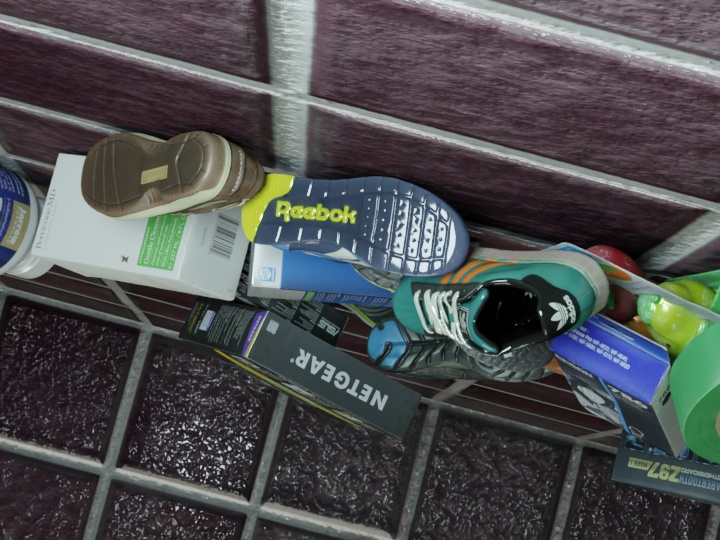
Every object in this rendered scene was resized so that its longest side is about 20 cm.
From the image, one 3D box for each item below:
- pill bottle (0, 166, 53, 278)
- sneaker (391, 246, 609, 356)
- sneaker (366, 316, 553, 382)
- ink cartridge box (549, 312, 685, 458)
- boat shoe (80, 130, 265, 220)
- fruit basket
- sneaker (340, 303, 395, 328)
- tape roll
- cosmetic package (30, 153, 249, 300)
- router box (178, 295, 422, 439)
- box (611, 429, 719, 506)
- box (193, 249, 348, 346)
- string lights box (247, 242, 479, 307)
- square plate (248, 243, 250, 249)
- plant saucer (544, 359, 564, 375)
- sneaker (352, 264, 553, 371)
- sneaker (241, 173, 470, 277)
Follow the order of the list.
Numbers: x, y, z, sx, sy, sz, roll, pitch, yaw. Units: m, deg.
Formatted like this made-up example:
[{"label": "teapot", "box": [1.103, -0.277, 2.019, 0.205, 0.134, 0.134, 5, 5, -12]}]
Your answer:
[{"label": "pill bottle", "box": [-0.412, -0.059, 1.859, 0.120, 0.120, 0.200, 9, 171, 37]}, {"label": "sneaker", "box": [0.090, 0.026, 1.355, 0.200, 0.072, 0.080, -7, -163, 44]}, {"label": "sneaker", "box": [0.111, 0.076, 1.781, 0.200, 0.073, 0.082, 4, 171, 19]}, {"label": "ink cartridge box", "box": [0.213, 0.090, 1.433, 0.099, 0.039, 0.200, 29, 168, 27]}, {"label": "boat shoe", "box": [-0.154, -0.072, 1.452, 0.075, 0.075, 0.202, 13, 175, -39]}, {"label": "fruit basket", "box": [0.220, 0.033, 1.428, 0.200, 0.094, 0.185, 20, 172, -11]}, {"label": "sneaker", "box": [0.026, 0.018, 1.778, 0.081, 0.074, 0.200, 3, 168, 43]}, {"label": "tape roll", "box": [0.340, 0.084, 1.346, 0.200, 0.048, 0.201, -7, 147, -5]}, {"label": "cosmetic package", "box": [-0.200, -0.042, 1.630, 0.200, 0.108, 0.085, 7, 170, 37]}, {"label": "router box", "box": [-0.061, 0.095, 1.748, 0.200, 0.052, 0.157, 31, 169, -30]}, {"label": "box", "box": [0.372, 0.166, 1.850, 0.200, 0.158, 0.051, 6, 169, 44]}, {"label": "box", "box": [-0.139, 0.004, 1.752, 0.193, 0.048, 0.200, 22, 171, 39]}, {"label": "string lights box", "box": [0.000, 0.000, 1.591, 0.200, 0.059, 0.103, 4, 174, -6]}, {"label": "square plate", "box": [-0.177, -0.041, 1.887, 0.198, 0.029, 0.200, 9, 170, 42]}, {"label": "plant saucer", "box": [0.247, 0.077, 1.631, 0.200, 0.038, 0.200, 11, 169, 2]}, {"label": "sneaker", "box": [0.084, 0.011, 1.479, 0.200, 0.074, 0.081, 38, -165, 14]}, {"label": "sneaker", "box": [0.005, -0.037, 1.407, 0.200, 0.074, 0.082, 13, 178, 30]}]
